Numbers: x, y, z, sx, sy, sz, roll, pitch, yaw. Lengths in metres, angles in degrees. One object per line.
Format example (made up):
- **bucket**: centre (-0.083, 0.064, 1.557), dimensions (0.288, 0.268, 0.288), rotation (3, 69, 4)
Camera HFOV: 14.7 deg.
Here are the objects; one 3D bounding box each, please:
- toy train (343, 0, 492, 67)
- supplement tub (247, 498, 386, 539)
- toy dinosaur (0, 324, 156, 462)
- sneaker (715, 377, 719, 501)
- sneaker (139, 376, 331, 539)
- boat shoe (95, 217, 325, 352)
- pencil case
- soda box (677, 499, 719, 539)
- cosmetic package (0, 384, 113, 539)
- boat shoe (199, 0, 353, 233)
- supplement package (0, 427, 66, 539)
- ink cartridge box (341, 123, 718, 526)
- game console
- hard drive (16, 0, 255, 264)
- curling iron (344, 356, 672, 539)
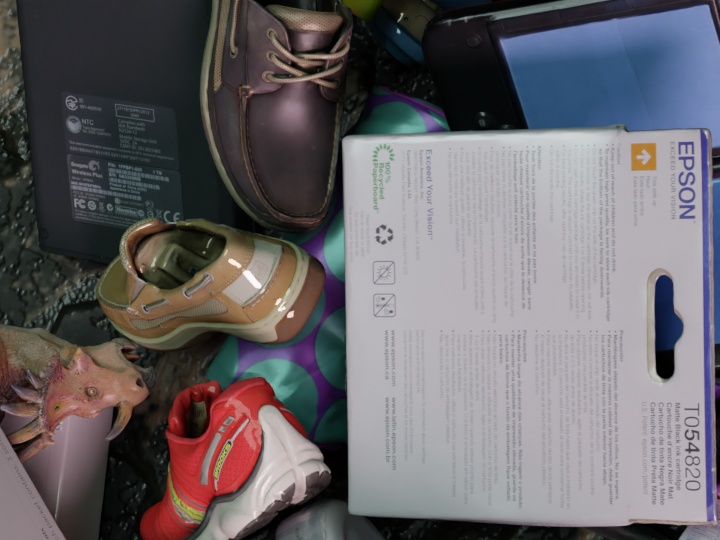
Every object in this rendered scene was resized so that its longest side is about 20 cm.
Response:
- **toy train**: centre (0.020, -0.185, 1.512), dimensions (0.116, 0.200, 0.085), rotation (-46, 61, 11)
- **supplement tub**: centre (-0.067, 0.217, 1.470), dimensions (0.200, 0.123, 0.123), rotation (-30, 64, 15)
- **toy dinosaur**: centre (-0.227, 0.078, 1.559), dimensions (0.200, 0.086, 0.136), rotation (-39, 67, 17)
- **sneaker**: centre (0.221, 0.099, 1.389), dimensions (0.200, 0.088, 0.081), rotation (14, 79, 27)
- **sneaker**: centre (-0.074, 0.102, 1.486), dimensions (0.077, 0.200, 0.085), rotation (-25, 84, -28)
- **boat shoe**: centre (-0.098, -0.003, 1.506), dimensions (0.200, 0.076, 0.072), rotation (-7, 57, 56)
- **pencil case**: centre (0.000, 0.000, 1.527), dimensions (0.092, 0.085, 0.200), rotation (30, 87, -6)
- **soda box**: centre (0.242, 0.185, 1.348), dimensions (0.200, 0.068, 0.064), rotation (23, 59, 27)
- **cosmetic package**: centre (-0.196, 0.158, 1.591), dimensions (0.082, 0.051, 0.201), rotation (-2, 73, 24)
- **boat shoe**: centre (-0.043, -0.121, 1.475), dimensions (0.073, 0.074, 0.201), rotation (160, 104, -67)
- **supplement package**: centre (-0.263, 0.143, 1.486), dimensions (0.156, 0.111, 0.200), rotation (-38, 79, 34)
- **ink cartridge box**: centre (0.088, 0.028, 1.400), dimensions (0.200, 0.041, 0.200), rotation (0, 91, 25)
- **game console**: centre (0.135, -0.046, 1.413), dimensions (0.200, 0.173, 0.119), rotation (-8, 34, 21)
- **hard drive**: centre (-0.129, -0.099, 1.585), dimensions (0.139, 0.033, 0.200), rotation (10, 116, 28)
- **curling iron**: centre (0.076, 0.095, 1.458), dimensions (0.200, 0.026, 0.050), rotation (34, 115, 9)
